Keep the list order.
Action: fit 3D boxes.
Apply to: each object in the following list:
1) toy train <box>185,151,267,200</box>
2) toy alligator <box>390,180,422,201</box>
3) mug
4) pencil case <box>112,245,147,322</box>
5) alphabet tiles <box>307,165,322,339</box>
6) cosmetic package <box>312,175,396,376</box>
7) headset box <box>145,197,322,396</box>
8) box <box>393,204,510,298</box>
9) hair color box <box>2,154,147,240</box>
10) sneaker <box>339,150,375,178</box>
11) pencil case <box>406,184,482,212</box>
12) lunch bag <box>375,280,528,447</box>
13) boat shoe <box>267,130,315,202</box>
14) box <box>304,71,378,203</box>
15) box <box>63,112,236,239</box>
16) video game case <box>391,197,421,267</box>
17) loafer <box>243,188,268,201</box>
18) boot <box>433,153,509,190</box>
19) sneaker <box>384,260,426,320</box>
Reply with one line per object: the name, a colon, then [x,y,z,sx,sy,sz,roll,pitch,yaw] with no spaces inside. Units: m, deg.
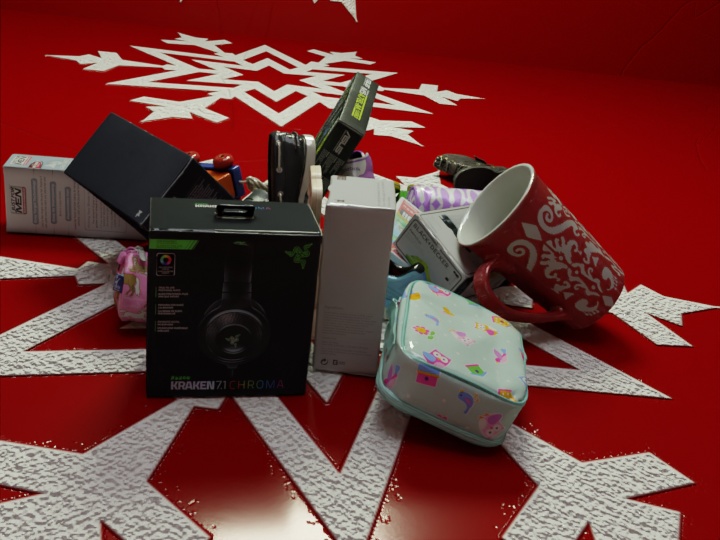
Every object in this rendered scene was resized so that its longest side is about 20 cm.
toy train: [-0.227,-0.122,1.265,0.198,0.086,0.116,8,33,28]
toy alligator: [0.044,-0.117,1.402,0.197,0.060,0.054,6,-18,-1]
mug: [0.229,-0.008,1.073,0.199,0.178,0.133,39,-1,-18]
pencil case: [-0.191,0.021,0.971,0.197,0.087,0.084,3,60,-14]
alphabet tiles: [-0.059,-0.015,0.959,0.014,0.203,0.196,3,25,-6]
cosmetic package: [-0.008,0.003,0.934,0.080,0.203,0.113,7,24,-2]
headset box: [-0.136,0.022,0.855,0.171,0.203,0.093,2,24,-15]
box: [0.149,-0.028,1.144,0.199,0.060,0.117,-14,60,-51]
hair color box: [-0.403,-0.105,1.173,0.197,0.100,0.061,3,25,-11]
sneaker: [0.011,-0.121,1.245,0.071,0.116,0.200,-7,-8,8]
pencil case: [0.167,-0.091,1.335,0.197,0.087,0.084,3,0,-7]
lunch bag: [0.096,0.094,0.887,0.158,0.078,0.200,22,23,-2]
boat shoe: [-0.103,-0.078,1.049,0.059,0.203,0.074,6,12,-21]
box: [-0.050,-0.164,1.162,0.047,0.201,0.194,29,30,-13]
box: [-0.250,-0.088,1.063,0.199,0.105,0.182,29,-11,37]
video game case: [0.094,-0.029,1.186,0.142,0.017,0.200,38,26,-4]
loafer: [-0.157,-0.086,1.226,0.199,0.071,0.068,-12,-2,-40]
boot: [0.206,-0.190,1.603,0.198,0.070,0.173,-3,23,-41]
sneaker: [0.000,0.000,1.078,0.197,0.091,0.078,12,24,14]
